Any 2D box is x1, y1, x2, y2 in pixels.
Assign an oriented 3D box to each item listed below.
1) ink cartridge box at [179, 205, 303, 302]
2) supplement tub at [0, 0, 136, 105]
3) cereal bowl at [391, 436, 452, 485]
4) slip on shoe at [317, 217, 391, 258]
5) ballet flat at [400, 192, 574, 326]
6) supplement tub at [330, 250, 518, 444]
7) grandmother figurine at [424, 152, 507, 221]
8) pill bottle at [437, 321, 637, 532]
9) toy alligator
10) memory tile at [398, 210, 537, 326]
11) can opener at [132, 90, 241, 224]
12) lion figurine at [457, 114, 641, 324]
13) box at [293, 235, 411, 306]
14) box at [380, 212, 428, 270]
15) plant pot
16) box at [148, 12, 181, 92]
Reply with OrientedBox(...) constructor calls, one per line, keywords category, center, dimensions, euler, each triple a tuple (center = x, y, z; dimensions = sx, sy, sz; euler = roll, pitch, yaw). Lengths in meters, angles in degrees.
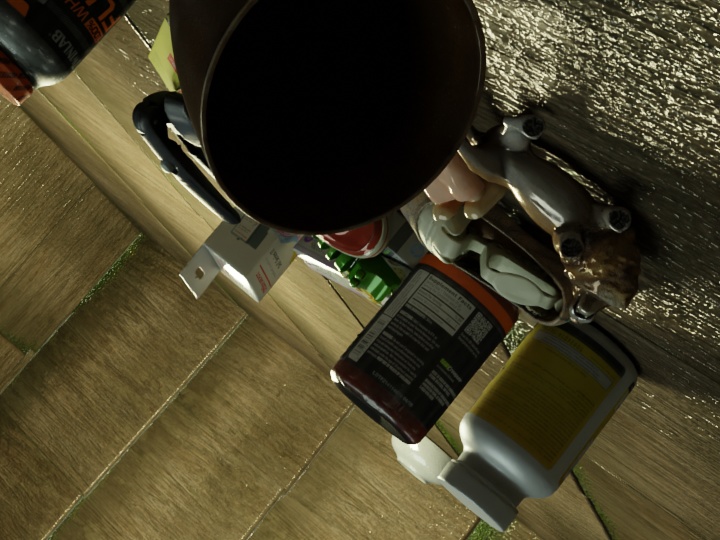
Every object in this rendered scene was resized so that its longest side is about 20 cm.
OrientedBox(category="ink cartridge box", center=(-0.109, -0.039, 1.400), dimensions=(0.067, 0.200, 0.117), euler=(38, 170, 12))
OrientedBox(category="supplement tub", center=(-0.262, -0.246, 1.052), dimensions=(0.122, 0.200, 0.123), euler=(38, 171, 7))
OrientedBox(category="cereal bowl", center=(0.151, 0.464, 3.036), dimensions=(0.200, 0.083, 0.200), euler=(40, 170, 8))
OrientedBox(category="slip on shoe", center=(-0.056, -0.080, 1.156), dimensions=(0.200, 0.074, 0.061), euler=(41, -155, 14))
OrientedBox(category="ballet flat", center=(0.105, -0.020, 1.044), dimensions=(0.199, 0.068, 0.067), euler=(32, -147, 12))
OrientedBox(category="supplement tub", center=(0.071, 0.052, 1.119), dimensions=(0.107, 0.200, 0.107), euler=(39, 169, 9))
OrientedBox(category="grandmother figurine", center=(0.028, -0.122, 0.951), dimensions=(0.121, 0.061, 0.200), euler=(-9, 133, 41))
OrientedBox(category="pill bottle", center=(0.165, 0.145, 1.175), dimensions=(0.112, 0.200, 0.112), euler=(38, 170, 8))
OrientedBox(category="toy alligator", center=(-0.002, -0.010, 1.196), dimensions=(0.200, 0.054, 0.059), euler=(57, 136, 19))
OrientedBox(category="memory tile", center=(0.097, -0.016, 1.268), dimensions=(0.200, 0.017, 0.153), euler=(44, 170, -15))
OrientedBox(category="can opener", center=(-0.163, -0.107, 1.223), dimensions=(0.078, 0.063, 0.200), euler=(32, 163, 33))
OrientedBox(category="lion figurine", center=(0.128, -0.054, 0.864), dimensions=(0.200, 0.072, 0.122), euler=(54, -176, 5))
OrientedBox(category="box", center=(0.000, 0.000, 1.302), dimensions=(0.200, 0.041, 0.039), euler=(28, 163, 52))
OrientedBox(category="box", center=(0.066, 0.005, 1.312), dimensions=(0.200, 0.041, 0.156), euler=(41, 170, 0))
OrientedBox(category="plant pot", center=(-0.047, -0.153, 0.800), dimensions=(0.187, 0.187, 0.200), euler=(49, -178, -42))
OrientedBox(category="box", center=(-0.145, -0.210, 1.124), dimensions=(0.050, 0.075, 0.200), euler=(59, 167, -8))
